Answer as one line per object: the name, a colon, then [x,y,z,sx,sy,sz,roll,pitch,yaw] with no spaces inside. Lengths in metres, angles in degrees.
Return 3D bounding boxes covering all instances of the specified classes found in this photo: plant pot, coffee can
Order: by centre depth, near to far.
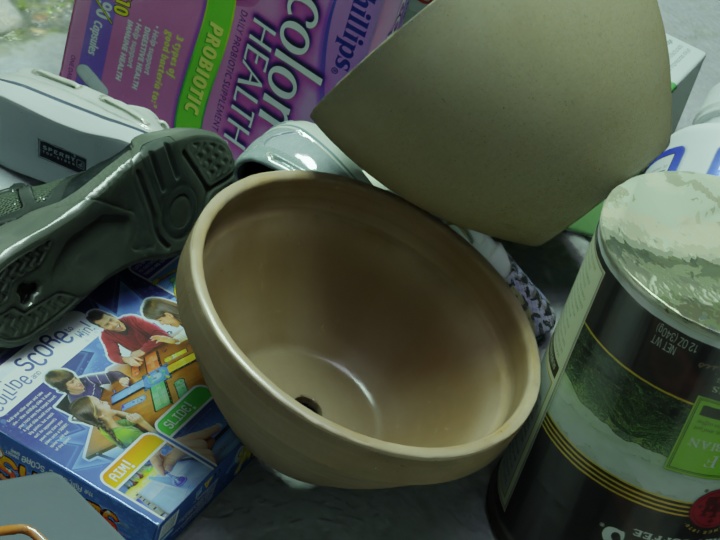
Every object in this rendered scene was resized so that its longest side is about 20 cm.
plant pot: [-0.013,0.048,1.055,0.201,0.093,0.201,20,38,-16]
coffee can: [0.165,0.069,1.066,0.146,0.200,0.146,11,36,-8]
plant pot: [0.091,-0.093,1.088,0.134,0.200,0.200,53,41,0]

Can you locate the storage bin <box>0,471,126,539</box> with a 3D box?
storage bin: [-0.143,0.168,0.867,0.200,0.146,0.134,39,30,26]

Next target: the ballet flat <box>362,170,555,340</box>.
ballet flat: [0.033,-0.018,1.236,0.200,0.072,0.072,22,36,5]

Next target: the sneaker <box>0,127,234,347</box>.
sneaker: [-0.167,-0.031,1.121,0.114,0.076,0.199,17,42,42]

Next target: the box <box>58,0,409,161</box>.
box: [-0.077,-0.174,1.303,0.200,0.176,0.097,23,36,6]

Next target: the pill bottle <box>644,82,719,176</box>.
pill bottle: [0.217,-0.018,1.220,0.112,0.112,0.200,25,62,9]

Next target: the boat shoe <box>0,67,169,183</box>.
boat shoe: [-0.147,-0.071,1.233,0.200,0.072,0.066,22,40,20]

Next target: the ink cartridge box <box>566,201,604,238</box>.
ink cartridge box: [0.104,-0.068,1.277,0.200,0.059,0.104,14,9,-30]

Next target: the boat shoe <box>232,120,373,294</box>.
boat shoe: [0.000,-0.001,1.170,0.201,0.070,0.072,47,38,7]

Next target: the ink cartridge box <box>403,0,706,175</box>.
ink cartridge box: [0.124,-0.143,1.428,0.200,0.083,0.147,28,36,15]

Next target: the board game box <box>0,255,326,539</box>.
board game box: [-0.116,0.065,1.088,0.135,0.034,0.200,29,36,14]
